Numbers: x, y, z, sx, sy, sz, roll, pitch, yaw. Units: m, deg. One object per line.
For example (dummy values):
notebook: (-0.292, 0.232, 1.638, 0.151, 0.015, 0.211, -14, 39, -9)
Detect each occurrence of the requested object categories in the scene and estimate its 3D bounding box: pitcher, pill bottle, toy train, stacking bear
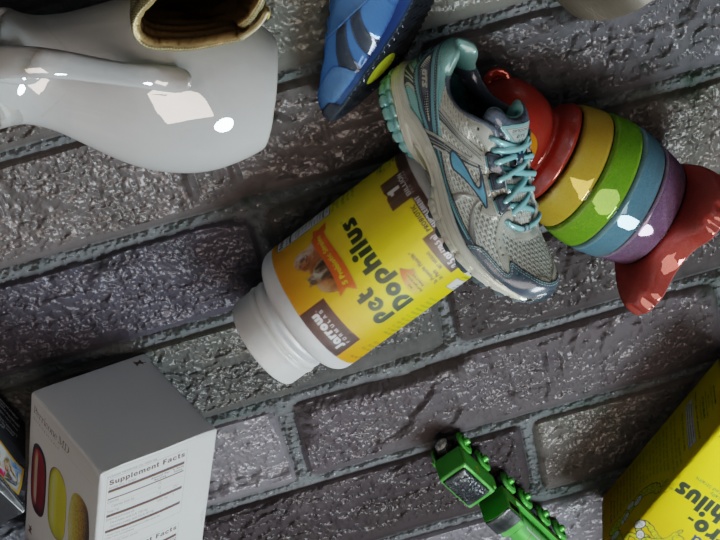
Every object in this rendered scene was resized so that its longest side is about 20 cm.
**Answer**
pitcher: (-0.154, -0.128, 1.048, 0.197, 0.172, 0.123, 4, 97, -13)
pill bottle: (0.000, 0.000, 1.208, 0.199, 0.110, 0.109, -37, 125, 14)
toy train: (0.132, 0.218, 1.428, 0.042, 0.057, 0.200, -36, 124, 14)
stacking bear: (0.162, -0.076, 1.193, 0.199, 0.114, 0.122, 29, 116, -17)

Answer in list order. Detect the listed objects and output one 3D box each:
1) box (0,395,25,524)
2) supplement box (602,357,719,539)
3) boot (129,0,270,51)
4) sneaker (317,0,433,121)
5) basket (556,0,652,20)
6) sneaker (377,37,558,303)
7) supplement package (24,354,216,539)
box: (-0.381, 0.155, 1.232, 0.198, 0.115, 0.133, -28, 125, 6)
supplement box: (0.315, 0.193, 1.399, 0.108, 0.110, 0.201, 31, 115, -5)
boot: (-0.065, -0.219, 1.008, 0.198, 0.156, 0.073, -21, 126, 0)
sneaker: (0.006, -0.193, 1.106, 0.078, 0.066, 0.201, 40, 135, 9)
basket: (0.132, -0.273, 1.034, 0.179, 0.137, 0.200, -33, 129, 13)
sneaker: (0.088, -0.073, 1.107, 0.086, 0.201, 0.077, -36, 170, 37)
supplement package: (-0.200, 0.190, 1.278, 0.109, 0.114, 0.202, -18, 133, -36)
